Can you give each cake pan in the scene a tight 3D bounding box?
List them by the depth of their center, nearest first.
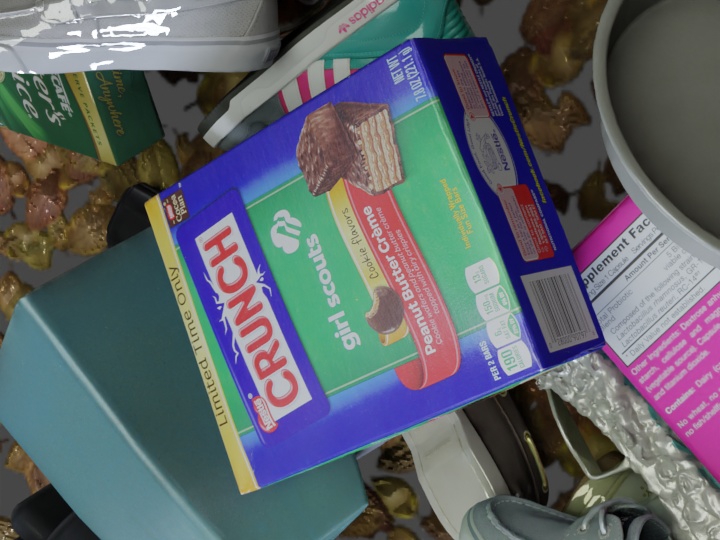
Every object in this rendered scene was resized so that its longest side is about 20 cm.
[{"bbox_3d":[0.206,-0.078,0.732,0.201,0.200,0.037,49,156,13],"label":"cake pan"}]

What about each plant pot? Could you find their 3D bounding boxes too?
[{"bbox_3d":[-0.098,0.093,0.864,0.200,0.141,0.141,51,145,11],"label":"plant pot"}]

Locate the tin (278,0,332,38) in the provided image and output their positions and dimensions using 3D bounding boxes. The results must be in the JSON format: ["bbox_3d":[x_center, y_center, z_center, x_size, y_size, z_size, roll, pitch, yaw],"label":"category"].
[{"bbox_3d":[-0.083,-0.229,0.926,0.200,0.042,0.112,42,116,16],"label":"tin"}]

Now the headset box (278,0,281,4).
[{"bbox_3d":[-0.078,-0.252,0.859,0.149,0.077,0.200,46,115,14],"label":"headset box"}]

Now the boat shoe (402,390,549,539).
[{"bbox_3d":[0.051,0.063,0.879,0.072,0.059,0.201,-34,77,46],"label":"boat shoe"}]

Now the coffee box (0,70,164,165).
[{"bbox_3d":[-0.215,-0.145,0.939,0.199,0.044,0.124,20,135,41],"label":"coffee box"}]

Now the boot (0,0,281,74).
[{"bbox_3d":[-0.143,-0.161,0.803,0.198,0.074,0.096,-1,109,-4],"label":"boot"}]

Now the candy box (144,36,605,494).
[{"bbox_3d":[0.000,0.000,0.751,0.199,0.077,0.170,-27,80,36],"label":"candy box"}]

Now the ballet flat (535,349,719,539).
[{"bbox_3d":[0.159,0.104,0.801,0.072,0.072,0.200,-46,69,23],"label":"ballet flat"}]

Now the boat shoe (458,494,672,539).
[{"bbox_3d":[0.141,0.154,0.758,0.200,0.070,0.072,25,117,32],"label":"boat shoe"}]

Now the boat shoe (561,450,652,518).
[{"bbox_3d":[0.122,0.204,0.851,0.062,0.073,0.201,30,107,23],"label":"boat shoe"}]

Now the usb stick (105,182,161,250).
[{"bbox_3d":[-0.082,0.005,0.955,0.199,0.033,0.056,28,101,22],"label":"usb stick"}]

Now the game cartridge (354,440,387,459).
[{"bbox_3d":[0.022,0.013,0.825,0.200,0.041,0.134,-38,78,44],"label":"game cartridge"}]

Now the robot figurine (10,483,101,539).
[{"bbox_3d":[-0.143,0.220,0.957,0.200,0.150,0.125,38,79,18],"label":"robot figurine"}]

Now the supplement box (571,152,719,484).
[{"bbox_3d":[0.208,0.040,0.773,0.103,0.101,0.200,-45,75,25],"label":"supplement box"}]

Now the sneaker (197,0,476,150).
[{"bbox_3d":[0.000,-0.094,0.871,0.199,0.084,0.121,-29,106,42],"label":"sneaker"}]
